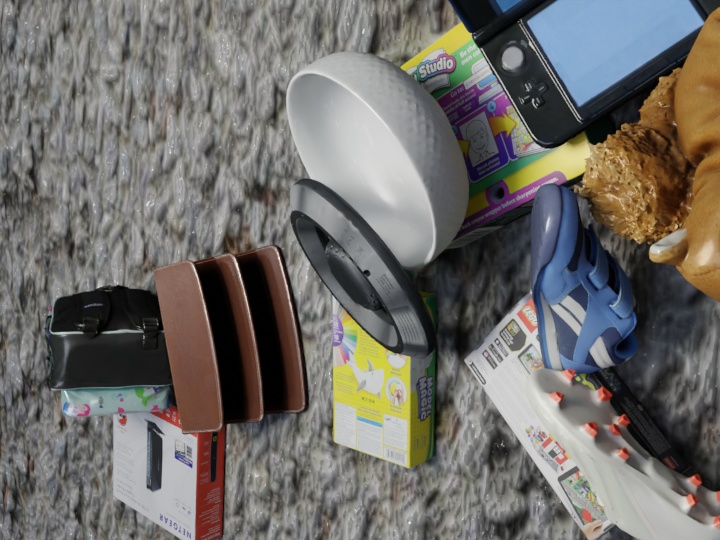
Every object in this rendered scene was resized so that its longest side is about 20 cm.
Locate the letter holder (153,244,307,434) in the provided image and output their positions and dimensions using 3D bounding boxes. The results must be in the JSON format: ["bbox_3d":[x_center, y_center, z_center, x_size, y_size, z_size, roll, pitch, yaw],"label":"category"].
[{"bbox_3d":[-0.152,0.082,1.105,0.140,0.100,0.204,-11,89,42],"label":"letter holder"}]

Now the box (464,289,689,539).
[{"bbox_3d":[0.188,0.127,0.832,0.201,0.034,0.110,56,129,22],"label":"box"}]

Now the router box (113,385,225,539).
[{"bbox_3d":[-0.266,0.255,1.273,0.198,0.048,0.184,14,106,41],"label":"router box"}]

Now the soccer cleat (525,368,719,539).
[{"bbox_3d":[0.203,0.161,0.740,0.199,0.069,0.078,40,128,7],"label":"soccer cleat"}]

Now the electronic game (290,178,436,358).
[{"bbox_3d":[0.000,0.000,0.856,0.200,0.041,0.201,49,166,16],"label":"electronic game"}]

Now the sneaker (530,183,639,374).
[{"bbox_3d":[0.175,0.008,0.724,0.081,0.075,0.202,-4,139,16],"label":"sneaker"}]

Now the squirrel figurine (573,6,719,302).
[{"bbox_3d":[0.251,-0.064,0.642,0.199,0.140,0.190,-7,60,60],"label":"squirrel figurine"}]

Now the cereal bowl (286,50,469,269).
[{"bbox_3d":[0.026,-0.105,0.814,0.200,0.083,0.202,45,156,25],"label":"cereal bowl"}]

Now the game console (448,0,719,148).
[{"bbox_3d":[0.170,-0.222,0.692,0.198,0.118,0.173,-33,74,16],"label":"game console"}]

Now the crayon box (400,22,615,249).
[{"bbox_3d":[0.119,-0.135,0.841,0.199,0.058,0.176,-27,77,43],"label":"crayon box"}]

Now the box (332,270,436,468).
[{"bbox_3d":[0.023,0.092,0.976,0.116,0.048,0.205,10,105,42],"label":"box"}]

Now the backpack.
[{"bbox_3d":[-0.321,0.098,1.206,0.200,0.174,0.154,-135,48,-62],"label":"backpack"}]
